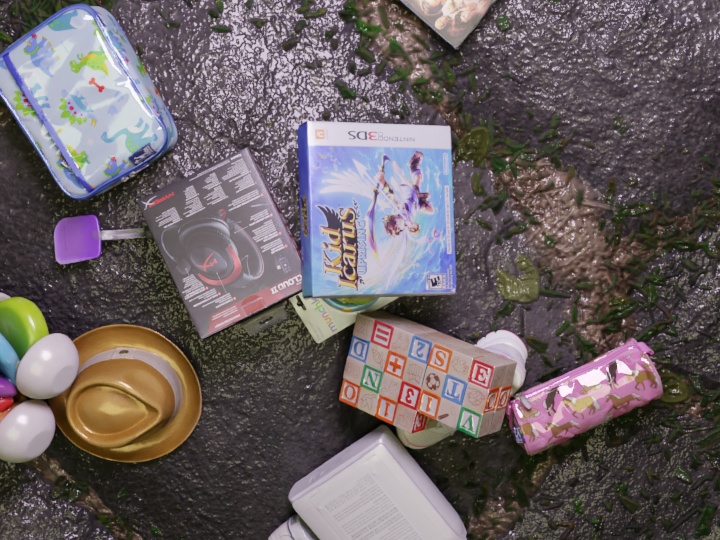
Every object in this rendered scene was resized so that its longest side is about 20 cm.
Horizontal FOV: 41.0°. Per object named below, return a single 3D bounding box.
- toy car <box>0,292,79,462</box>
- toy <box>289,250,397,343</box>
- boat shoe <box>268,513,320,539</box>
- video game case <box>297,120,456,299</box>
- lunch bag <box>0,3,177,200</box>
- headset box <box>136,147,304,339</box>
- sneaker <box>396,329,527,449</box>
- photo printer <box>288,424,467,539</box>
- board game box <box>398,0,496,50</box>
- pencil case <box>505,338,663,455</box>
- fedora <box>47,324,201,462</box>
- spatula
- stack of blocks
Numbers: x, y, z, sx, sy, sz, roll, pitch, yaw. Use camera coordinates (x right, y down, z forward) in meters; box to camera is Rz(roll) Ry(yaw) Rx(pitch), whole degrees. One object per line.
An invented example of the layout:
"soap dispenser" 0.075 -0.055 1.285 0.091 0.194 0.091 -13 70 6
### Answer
"toy car" -0.450 0.128 1.149 0.174 0.150 0.201 30 103 24
"toy" 0.000 0.000 1.192 0.199 0.047 0.116 -31 100 6
"boat shoe" -0.047 0.416 1.277 0.066 0.072 0.201 -35 100 12
"video game case" 0.020 -0.070 1.124 0.180 0.045 0.202 -1 87 -19
"lunch bag" -0.324 -0.194 1.134 0.160 0.082 0.201 -27 100 9
"headset box" -0.153 -0.022 1.149 0.148 0.075 0.201 -26 90 0
"sneaker" 0.125 0.157 1.206 0.200 0.088 0.081 -41 100 10
"photo printer" 0.029 0.321 1.250 0.166 0.070 0.200 -37 100 15
"board game box" 0.078 -0.373 1.113 0.200 0.035 0.136 38 100 -8
"pencil case" 0.279 0.159 1.212 0.199 0.087 0.083 -25 71 5
"fedora" -0.302 0.167 1.212 0.199 0.082 0.202 0 104 0
"spatula" -0.282 -0.047 1.194 0.198 0.021 0.057 -7 87 -3
"stack of blocks" 0.078 0.134 1.161 0.199 0.058 0.116 19 102 34
